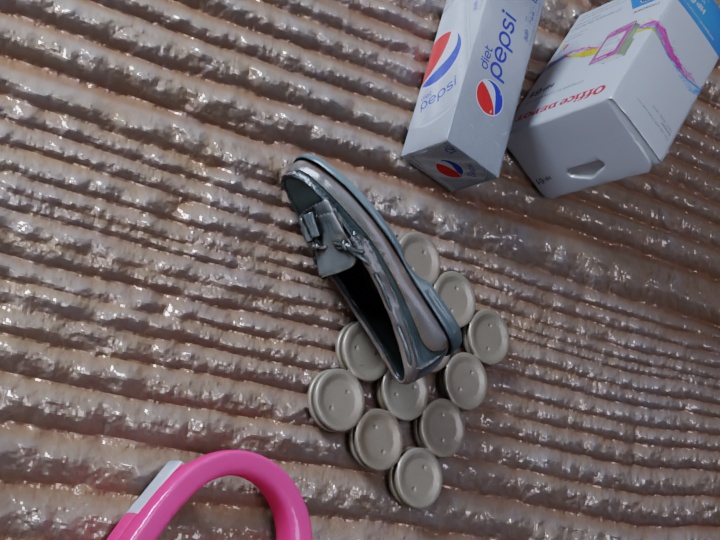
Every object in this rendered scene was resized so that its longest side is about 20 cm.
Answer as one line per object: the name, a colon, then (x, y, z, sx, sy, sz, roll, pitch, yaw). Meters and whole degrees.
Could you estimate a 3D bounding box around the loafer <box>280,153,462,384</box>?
loafer: (0.000, 0.000, 0.986, 0.063, 0.072, 0.200, -42, 96, -26)

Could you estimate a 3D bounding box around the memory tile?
memory tile: (0.044, 0.081, 1.047, 0.153, 0.017, 0.201, 45, 57, -22)

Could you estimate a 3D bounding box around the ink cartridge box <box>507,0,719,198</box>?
ink cartridge box: (0.241, -0.174, 1.173, 0.085, 0.144, 0.201, 47, 56, -20)

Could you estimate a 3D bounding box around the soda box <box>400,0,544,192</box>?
soda box: (0.102, -0.176, 1.117, 0.068, 0.063, 0.202, 31, 63, -31)

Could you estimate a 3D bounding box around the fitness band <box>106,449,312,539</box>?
fitness band: (-0.112, 0.220, 0.881, 0.144, 0.037, 0.200, 50, 56, -19)
